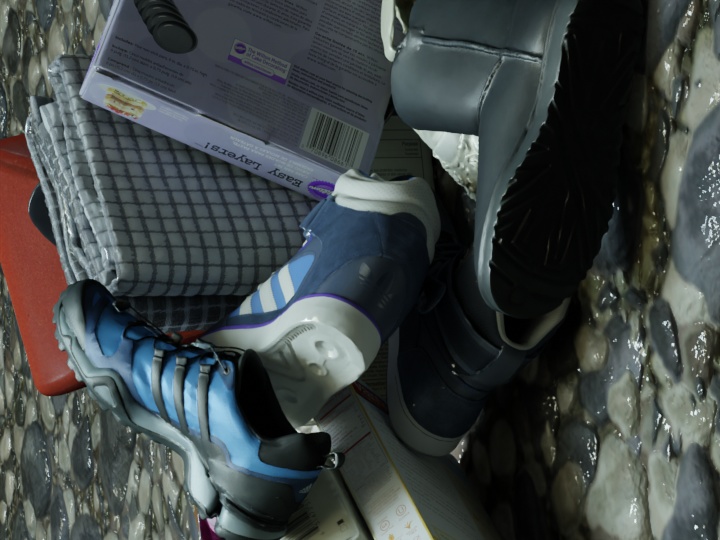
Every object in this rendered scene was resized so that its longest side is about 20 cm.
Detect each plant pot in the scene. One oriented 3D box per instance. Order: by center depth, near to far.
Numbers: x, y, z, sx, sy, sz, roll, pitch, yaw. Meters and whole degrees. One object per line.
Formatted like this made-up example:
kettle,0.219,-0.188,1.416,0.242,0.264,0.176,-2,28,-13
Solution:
plant pot,-0.157,-0.022,1.680,0.176,0.198,0.202,-174,68,-71

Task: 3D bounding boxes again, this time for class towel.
towel,-0.122,-0.048,1.480,0.086,0.164,0.201,-64,38,43

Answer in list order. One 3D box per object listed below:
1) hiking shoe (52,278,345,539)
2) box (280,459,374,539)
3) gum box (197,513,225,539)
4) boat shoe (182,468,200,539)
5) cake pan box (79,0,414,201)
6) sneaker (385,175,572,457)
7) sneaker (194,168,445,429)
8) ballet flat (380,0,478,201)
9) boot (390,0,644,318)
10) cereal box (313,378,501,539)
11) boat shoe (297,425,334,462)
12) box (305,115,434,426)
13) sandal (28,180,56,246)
hiking shoe,-0.096,0.067,1.337,0.200,0.074,0.087,45,109,12
box,0.005,0.198,1.413,0.200,0.068,0.082,49,-171,-45
gum box,-0.056,0.165,1.640,0.066,0.113,0.202,149,116,-63
boat shoe,-0.113,0.164,1.820,0.074,0.075,0.202,131,133,-61
cake pan box,-0.061,-0.157,1.466,0.052,0.199,0.186,134,154,-62
sneaker,0.066,-0.007,1.401,0.146,0.076,0.204,-53,36,43
sneaker,-0.022,0.011,1.387,0.200,0.080,0.147,-29,27,55
ballet flat,0.049,-0.125,1.436,0.072,0.071,0.202,127,135,-55
boot,0.078,-0.080,1.317,0.168,0.076,0.202,14,89,59
cereal box,0.047,0.161,1.385,0.039,0.144,0.200,-40,42,9
boat shoe,-0.025,0.061,1.598,0.075,0.072,0.202,-13,85,36
box,0.000,0.000,1.524,0.078,0.094,0.202,160,108,-64
sandal,-0.134,-0.021,1.549,0.043,0.199,0.077,-40,-27,-84
